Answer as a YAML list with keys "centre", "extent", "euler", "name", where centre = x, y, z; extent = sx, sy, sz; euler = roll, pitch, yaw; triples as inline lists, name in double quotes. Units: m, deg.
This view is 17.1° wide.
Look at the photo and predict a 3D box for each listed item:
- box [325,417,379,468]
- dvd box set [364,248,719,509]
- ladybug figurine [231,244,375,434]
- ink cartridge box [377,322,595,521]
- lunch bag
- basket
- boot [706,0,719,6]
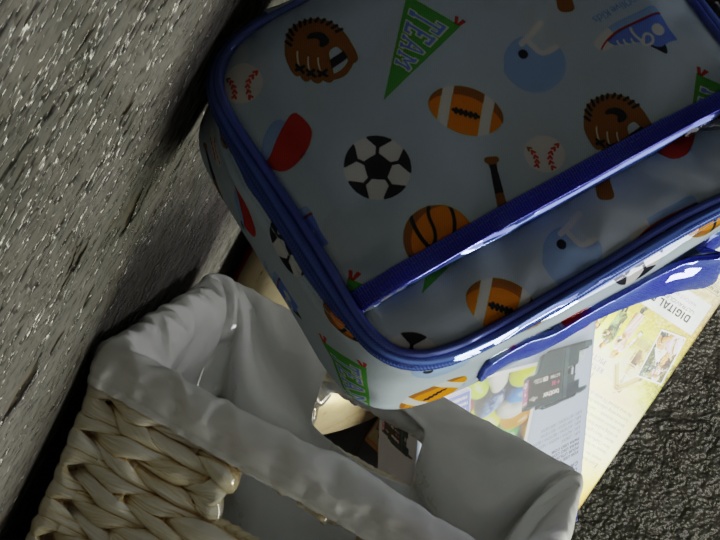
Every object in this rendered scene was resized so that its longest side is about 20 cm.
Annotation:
- centre: [0.013, 0.063, 1.384]
  extent: [0.148, 0.107, 0.200]
  euler: [39, -75, 52]
  name: "box"
- centre: [0.110, 0.042, 1.316]
  extent: [0.200, 0.146, 0.029]
  euler: [-57, -142, 5]
  name: "dvd box set"
- centre: [0.000, 0.000, 1.225]
  extent: [0.200, 0.072, 0.136]
  euler: [-39, 127, -17]
  name: "ladybug figurine"
- centre: [0.065, 0.091, 1.253]
  extent: [0.119, 0.042, 0.200]
  euler: [-21, 131, -31]
  name: "ink cartridge box"
- centre: [0.053, -0.047, 0.869]
  extent: [0.200, 0.160, 0.076]
  euler: [-28, 163, -18]
  name: "lunch bag"
- centre: [-0.031, 0.124, 1.010]
  extent: [0.161, 0.198, 0.200]
  euler: [-63, 174, 13]
  name: "basket"
- centre: [0.177, -0.154, 1.161]
  extent: [0.211, 0.079, 0.158]
  euler: [-49, 134, -13]
  name: "boot"
